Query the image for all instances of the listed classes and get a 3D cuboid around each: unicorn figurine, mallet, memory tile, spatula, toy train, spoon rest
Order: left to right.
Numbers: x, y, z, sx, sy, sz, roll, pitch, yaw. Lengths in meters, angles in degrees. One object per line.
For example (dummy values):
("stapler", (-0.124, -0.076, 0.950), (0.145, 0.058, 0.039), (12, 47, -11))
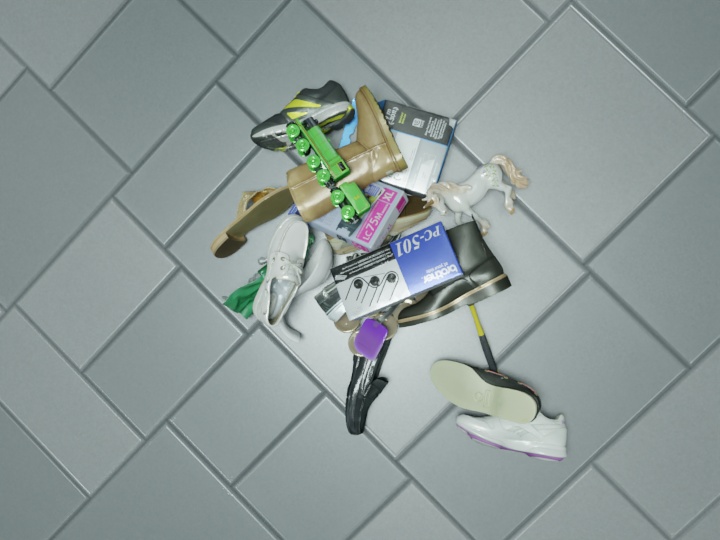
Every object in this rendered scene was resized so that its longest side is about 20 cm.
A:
("spoon rest", (-0.105, 0.033, 0.984), (0.061, 0.099, 0.200), (20, 101, -14))
("toy train", (-0.051, -0.168, 0.870), (0.056, 0.042, 0.200), (-33, 87, -2))
("memory tile", (0.037, 0.048, 0.977), (0.200, 0.017, 0.153), (-34, 75, -3))
("spatula", (0.057, 0.065, 0.949), (0.056, 0.021, 0.200), (28, 75, 35))
("unicorn figurine", (0.197, -0.129, 0.942), (0.200, 0.074, 0.137), (-46, 113, -12))
("mallet", (0.221, 0.107, 0.984), (0.041, 0.066, 0.200), (-18, 105, 15))

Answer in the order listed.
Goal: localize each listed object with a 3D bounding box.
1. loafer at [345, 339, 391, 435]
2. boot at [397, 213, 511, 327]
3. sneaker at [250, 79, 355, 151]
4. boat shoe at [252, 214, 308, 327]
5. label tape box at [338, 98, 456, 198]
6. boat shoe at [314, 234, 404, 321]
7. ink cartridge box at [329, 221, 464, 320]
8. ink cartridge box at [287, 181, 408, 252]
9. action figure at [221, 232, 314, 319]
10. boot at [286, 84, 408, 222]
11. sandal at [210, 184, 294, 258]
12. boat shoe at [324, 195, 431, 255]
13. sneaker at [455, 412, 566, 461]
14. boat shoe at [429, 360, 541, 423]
("loafer", (0.016, 0.207, 0.985), (0.070, 0.068, 0.201), (9, 89, 13))
("boot", (0.137, 0.006, 0.914), (0.200, 0.077, 0.139), (-25, 83, 10))
("sneaker", (-0.111, -0.287, 0.991), (0.200, 0.074, 0.085), (-17, 75, 3))
("boat shoe", (-0.127, 0.004, 0.922), (0.071, 0.069, 0.200), (12, 99, -30))
("label tape box", (0.058, -0.227, 0.972), (0.200, 0.066, 0.144), (18, 93, 3))
("boat shoe", (0.000, 0.000, 0.941), (0.071, 0.072, 0.200), (45, 85, -2))
("ink cartridge box", (0.059, 0.003, 0.875), (0.200, 0.044, 0.094), (-24, 80, 10))
("ink cartridge box", (-0.031, -0.119, 0.951), (0.200, 0.042, 0.119), (25, 78, 27))
("action figure", (-0.163, 0.001, 0.990), (0.200, 0.118, 0.055), (-41, 76, -3))
("boot", (-0.040, -0.202, 0.916), (0.200, 0.066, 0.175), (-25, 76, 9))
("sandal", (-0.211, -0.115, 0.997), (0.212, 0.078, 0.070), (-39, 69, 14))
("boat shoe", (0.036, -0.080, 0.982), (0.200, 0.072, 0.065), (-18, 131, 6))
("sneaker", (0.275, 0.280, 0.973), (0.200, 0.075, 0.100), (12, 73, 5))
("boat shoe", (0.221, 0.215, 0.954), (0.201, 0.063, 0.074), (17, 95, 30))
